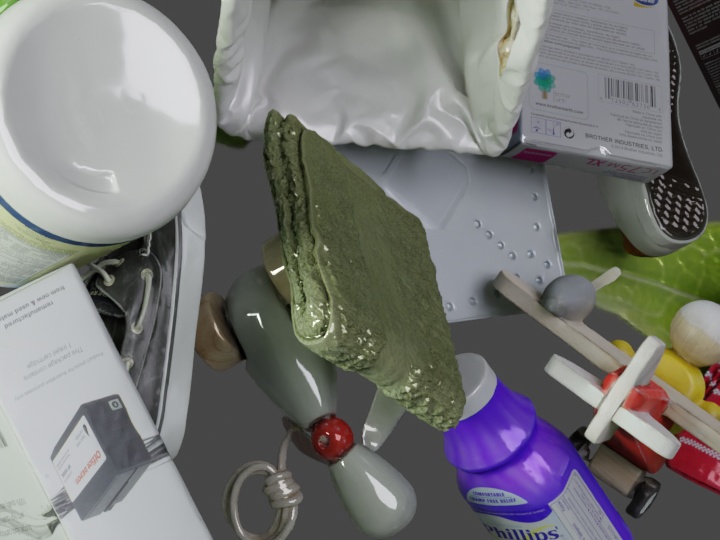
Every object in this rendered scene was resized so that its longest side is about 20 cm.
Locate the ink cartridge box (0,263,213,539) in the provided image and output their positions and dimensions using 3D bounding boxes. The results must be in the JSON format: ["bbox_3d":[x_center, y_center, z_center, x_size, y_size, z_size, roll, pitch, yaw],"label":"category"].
[{"bbox_3d":[-0.177,0.113,1.172,0.084,0.145,0.201,-28,94,-32],"label":"ink cartridge box"}]

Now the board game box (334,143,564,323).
[{"bbox_3d":[0.040,-0.061,1.403,0.199,0.026,0.201,-6,83,-30],"label":"board game box"}]

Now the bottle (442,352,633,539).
[{"bbox_3d":[0.107,0.137,1.334,0.200,0.083,0.065,55,49,-33],"label":"bottle"}]

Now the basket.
[{"bbox_3d":[0.011,-0.195,1.281,0.199,0.199,0.162,4,56,-5],"label":"basket"}]

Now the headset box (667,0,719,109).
[{"bbox_3d":[0.310,-0.230,1.564,0.148,0.075,0.201,-31,95,-31],"label":"headset box"}]

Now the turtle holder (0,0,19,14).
[{"bbox_3d":[-0.245,-0.231,1.226,0.131,0.186,0.141,-7,51,-31],"label":"turtle holder"}]

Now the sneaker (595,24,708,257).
[{"bbox_3d":[0.189,-0.105,1.468,0.072,0.085,0.201,-4,76,-22],"label":"sneaker"}]

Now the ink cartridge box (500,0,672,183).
[{"bbox_3d":[0.155,-0.167,1.404,0.119,0.042,0.201,9,73,-22],"label":"ink cartridge box"}]

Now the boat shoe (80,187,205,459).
[{"bbox_3d":[-0.139,0.017,1.258,0.063,0.071,0.201,8,77,-29],"label":"boat shoe"}]

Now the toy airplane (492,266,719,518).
[{"bbox_3d":[0.196,0.074,1.349,0.200,0.199,0.141,44,80,-25],"label":"toy airplane"}]

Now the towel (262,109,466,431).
[{"bbox_3d":[0.000,0.000,1.258,0.148,0.036,0.201,36,27,-39],"label":"towel"}]

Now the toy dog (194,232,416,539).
[{"bbox_3d":[-0.030,0.071,1.297,0.096,0.131,0.201,-27,105,-71],"label":"toy dog"}]

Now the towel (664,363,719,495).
[{"bbox_3d":[0.323,0.086,1.469,0.144,0.022,0.201,29,102,-16],"label":"towel"}]

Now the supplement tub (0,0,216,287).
[{"bbox_3d":[-0.185,-0.070,1.174,0.144,0.200,0.146,7,76,-28],"label":"supplement tub"}]
